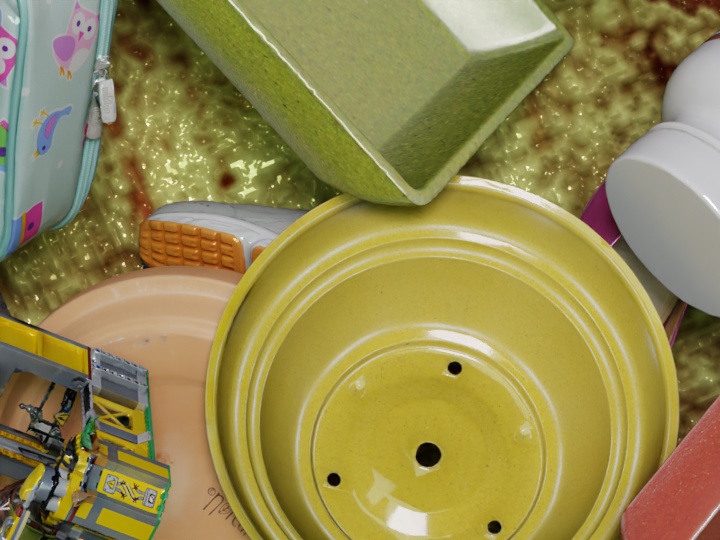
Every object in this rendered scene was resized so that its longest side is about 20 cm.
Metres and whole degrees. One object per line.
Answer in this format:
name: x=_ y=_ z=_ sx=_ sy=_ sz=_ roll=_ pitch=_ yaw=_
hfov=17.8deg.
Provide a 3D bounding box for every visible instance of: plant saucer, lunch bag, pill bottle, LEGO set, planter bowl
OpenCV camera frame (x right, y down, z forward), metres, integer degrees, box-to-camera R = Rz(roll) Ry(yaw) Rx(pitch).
plant saucer: x=0.184 y=0.070 z=0.980 sx=0.037 sy=0.200 sz=0.200 roll=38 pitch=87 yaw=23
plant saucer: x=-0.019 y=-0.125 z=0.982 sx=0.200 sy=0.200 sz=0.048 roll=48 pitch=124 yaw=-3
lunch bag: x=-0.191 y=-0.102 z=0.959 sx=0.200 sy=0.077 sz=0.160 roll=24 pitch=119 yaw=23
pill bottle: x=0.203 y=-0.072 z=0.983 sx=0.200 sy=0.112 sz=0.112 roll=-40 pitch=93 yaw=-20
plant saucer: x=-0.075 y=0.098 z=1.012 sx=0.200 sy=0.032 sz=0.200 roll=4 pitch=106 yaw=13
LEGO set: x=-0.167 y=0.106 z=0.939 sx=0.116 sy=0.154 sz=0.200 roll=23 pitch=120 yaw=-18
planter bowl: x=0.030 y=0.065 z=0.926 sx=0.200 sy=0.083 sz=0.201 roll=1 pitch=100 yaw=5

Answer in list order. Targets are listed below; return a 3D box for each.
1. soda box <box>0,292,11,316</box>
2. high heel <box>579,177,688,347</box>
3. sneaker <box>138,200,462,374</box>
soda box: x=-0.257 y=0.043 z=1.020 sx=0.200 sy=0.063 sz=0.070 roll=-23 pitch=94 yaw=-2
high heel: x=0.121 y=0.029 z=1.012 sx=0.067 sy=0.096 sz=0.200 roll=33 pitch=91 yaw=-23
sneaker: x=0.000 y=0.000 z=1.033 sx=0.200 sy=0.092 sz=0.076 roll=14 pitch=129 yaw=16
